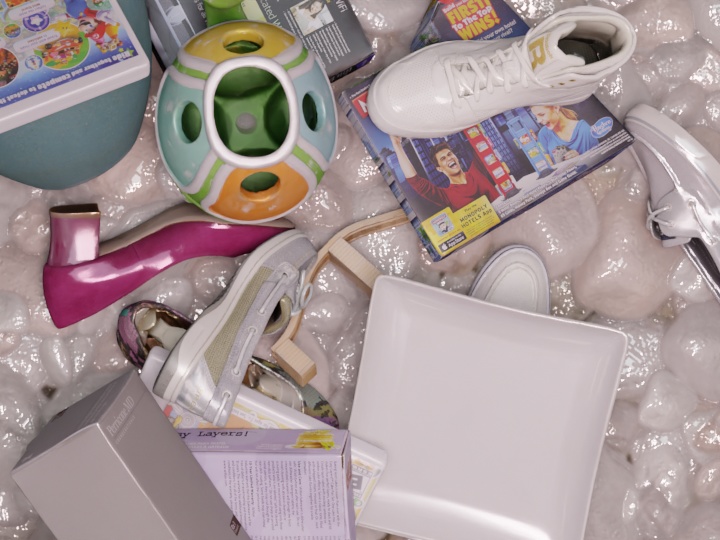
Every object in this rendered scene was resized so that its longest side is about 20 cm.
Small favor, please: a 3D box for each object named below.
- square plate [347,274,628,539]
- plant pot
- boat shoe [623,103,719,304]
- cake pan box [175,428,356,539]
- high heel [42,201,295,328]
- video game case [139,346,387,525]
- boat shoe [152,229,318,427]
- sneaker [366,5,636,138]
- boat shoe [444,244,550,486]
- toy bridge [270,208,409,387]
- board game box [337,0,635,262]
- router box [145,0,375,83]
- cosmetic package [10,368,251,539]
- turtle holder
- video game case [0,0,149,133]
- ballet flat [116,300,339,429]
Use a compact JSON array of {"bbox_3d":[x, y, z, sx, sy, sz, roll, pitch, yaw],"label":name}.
[{"bbox_3d":[0.090,0.118,1.379,0.197,0.028,0.202,13,103,9],"label":"square plate"},{"bbox_3d":[-0.239,-0.142,1.374,0.199,0.200,0.135,-29,124,-7],"label":"plant pot"},{"bbox_3d":[0.270,-0.042,1.466,0.068,0.072,0.200,-40,101,-11],"label":"boat shoe"},{"bbox_3d":[-0.093,0.219,1.369,0.183,0.052,0.202,-1,108,9],"label":"cake pan box"},{"bbox_3d":[-0.151,-0.003,1.431,0.198,0.067,0.097,1,105,-5],"label":"high heel"},{"bbox_3d":[-0.104,0.177,1.394,0.199,0.023,0.183,25,111,-4],"label":"video game case"},{"bbox_3d":[-0.082,0.042,1.361,0.065,0.075,0.202,34,40,5],"label":"boat shoe"},{"bbox_3d":[0.108,-0.156,1.357,0.199,0.116,0.074,-14,82,-18],"label":"sneaker"},{"bbox_3d":[0.105,0.075,1.428,0.074,0.086,0.203,21,85,-4],"label":"boat shoe"},{"bbox_3d":[0.000,0.000,1.443,0.067,0.027,0.200,40,75,18],"label":"toy bridge"},{"bbox_3d":[0.083,-0.135,1.437,0.199,0.062,0.201,-30,85,-21],"label":"board game box"},{"bbox_3d":[-0.102,-0.222,1.443,0.156,0.052,0.201,-27,91,-6],"label":"router box"},{"bbox_3d":[-0.150,0.184,1.283,0.090,0.107,0.201,-27,105,16],"label":"cosmetic package"},{"bbox_3d":[-0.079,-0.130,1.341,0.140,0.132,0.187,18,87,-5],"label":"turtle holder"},{"bbox_3d":[-0.252,-0.192,1.260,0.142,0.018,0.201,-23,66,-17],"label":"video game case"},{"bbox_3d":[-0.105,0.087,1.414,0.199,0.071,0.069,33,81,-3],"label":"ballet flat"}]
